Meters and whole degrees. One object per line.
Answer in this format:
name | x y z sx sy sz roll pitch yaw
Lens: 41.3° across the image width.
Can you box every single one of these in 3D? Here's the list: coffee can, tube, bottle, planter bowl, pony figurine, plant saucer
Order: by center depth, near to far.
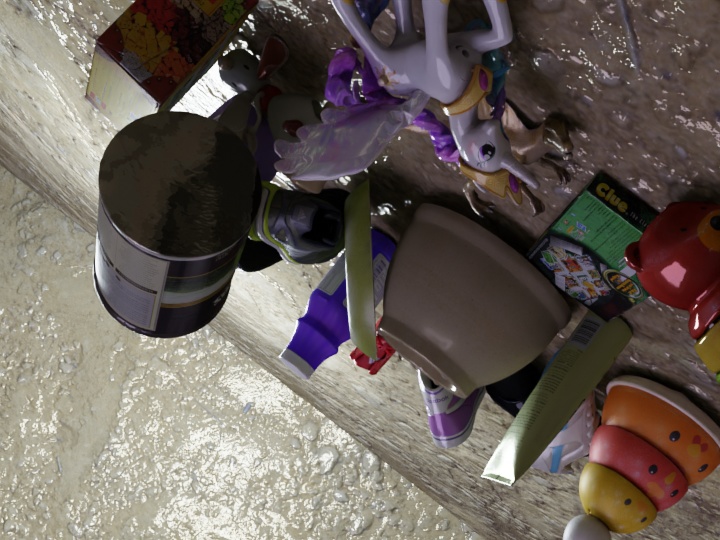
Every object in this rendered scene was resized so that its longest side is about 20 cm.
pony figurine | 0.033 -0.141 0.681 0.191 0.167 0.202 15 138 39
coffee can | -0.183 -0.037 0.922 0.146 0.147 0.200 38 152 2
tube | 0.190 0.127 0.933 0.052 0.201 0.058 30 163 33
planter bowl | 0.100 0.045 0.999 0.199 0.135 0.200 38 172 6
plant saucer | 0.000 0.000 1.068 0.031 0.203 0.200 -3 159 2
bottle | -0.025 0.044 1.204 0.065 0.201 0.084 28 164 33

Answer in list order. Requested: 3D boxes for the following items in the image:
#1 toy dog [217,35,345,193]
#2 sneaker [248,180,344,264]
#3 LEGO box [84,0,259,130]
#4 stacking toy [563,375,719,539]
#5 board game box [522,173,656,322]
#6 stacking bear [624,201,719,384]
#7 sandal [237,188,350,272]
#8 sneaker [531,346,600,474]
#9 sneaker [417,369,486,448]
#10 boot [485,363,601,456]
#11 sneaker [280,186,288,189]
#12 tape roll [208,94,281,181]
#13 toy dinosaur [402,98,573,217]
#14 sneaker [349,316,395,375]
toy dog | -0.088 -0.160 0.946 0.198 0.134 0.096 18 179 31
sneaker | -0.052 -0.041 1.029 0.080 0.075 0.200 13 178 21
LEGO box | -0.186 -0.218 0.927 0.077 0.149 0.200 42 164 -12
stacking toy | 0.281 0.227 1.006 0.145 0.201 0.146 35 165 11
board game box | 0.210 -0.012 0.827 0.104 0.024 0.200 40 166 5
stacking bear | 0.276 0.032 0.656 0.200 0.121 0.114 44 160 16
sandal | -0.077 -0.052 1.120 0.048 0.199 0.076 10 110 50
sneaker | 0.240 0.158 1.089 0.080 0.077 0.201 19 136 3
sneaker | 0.121 0.132 1.274 0.201 0.072 0.116 -71 -36 -65
boot | 0.206 0.139 1.184 0.197 0.074 0.163 32 164 39
sneaker | -0.087 -0.067 1.265 0.104 0.076 0.200 34 169 -4
tape roll | -0.180 -0.108 1.131 0.085 0.201 0.199 42 165 -19
toy dinosaur | 0.106 -0.102 0.790 0.198 0.058 0.102 13 136 43
sneaker | 0.048 0.096 1.341 0.078 0.116 0.200 37 165 4
